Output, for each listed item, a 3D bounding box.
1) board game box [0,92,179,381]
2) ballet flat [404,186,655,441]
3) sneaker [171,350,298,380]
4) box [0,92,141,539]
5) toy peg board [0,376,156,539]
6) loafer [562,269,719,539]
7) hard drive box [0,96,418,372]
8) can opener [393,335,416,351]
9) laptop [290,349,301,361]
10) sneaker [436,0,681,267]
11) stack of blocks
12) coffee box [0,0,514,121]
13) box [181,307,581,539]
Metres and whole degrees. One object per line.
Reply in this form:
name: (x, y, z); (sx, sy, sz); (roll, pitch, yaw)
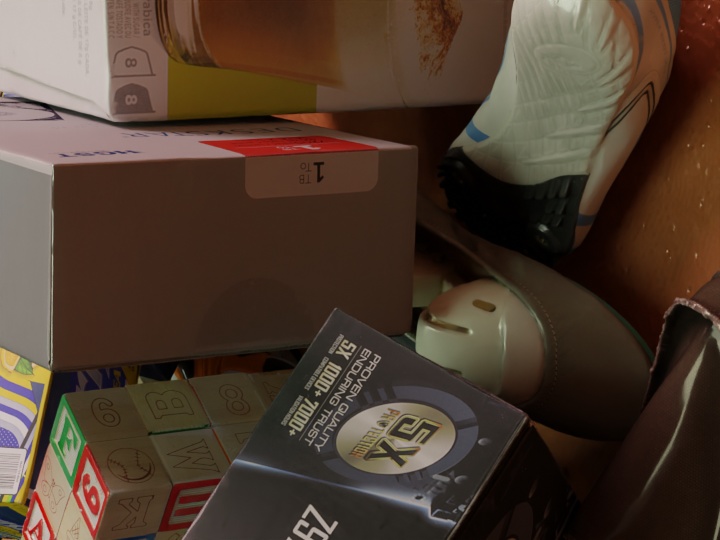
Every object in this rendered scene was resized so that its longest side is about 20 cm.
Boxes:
board game box: (-0.153, -0.027, 1.148); (0.200, 0.035, 0.136); (12, 63, 30)
ballet flat: (0.033, 0.014, 0.915); (0.200, 0.064, 0.067); (38, 129, 38)
sneaker: (-0.065, 0.050, 1.146); (0.200, 0.076, 0.092); (61, 178, 32)
box: (-0.141, 0.020, 1.042); (0.064, 0.070, 0.200); (-1, 69, 29)
toy peg board: (-0.155, 0.172, 1.085); (0.200, 0.098, 0.199); (-44, 57, 19)
loafer: (0.117, 0.096, 0.837); (0.073, 0.071, 0.200); (39, 128, 52)
hard drive box: (-0.096, -0.022, 0.901); (0.200, 0.156, 0.077); (17, 108, 54)
can opener: (0.000, 0.000, 1.048); (0.200, 0.066, 0.053); (-154, 61, -63)
laptop: (-0.120, 0.011, 1.272); (0.177, 0.103, 0.200); (62, 173, 8)
sneaker: (0.083, -0.065, 0.892); (0.072, 0.072, 0.200); (42, 151, 12)
stack of blocks: (-0.040, 0.103, 0.990); (0.059, 0.200, 0.115); (59, 142, 39)
coffee box: (-0.063, -0.176, 0.984); (0.200, 0.198, 0.200); (17, 109, 57)
box: (0.005, 0.131, 0.853); (0.086, 0.164, 0.200); (29, 168, 23)
